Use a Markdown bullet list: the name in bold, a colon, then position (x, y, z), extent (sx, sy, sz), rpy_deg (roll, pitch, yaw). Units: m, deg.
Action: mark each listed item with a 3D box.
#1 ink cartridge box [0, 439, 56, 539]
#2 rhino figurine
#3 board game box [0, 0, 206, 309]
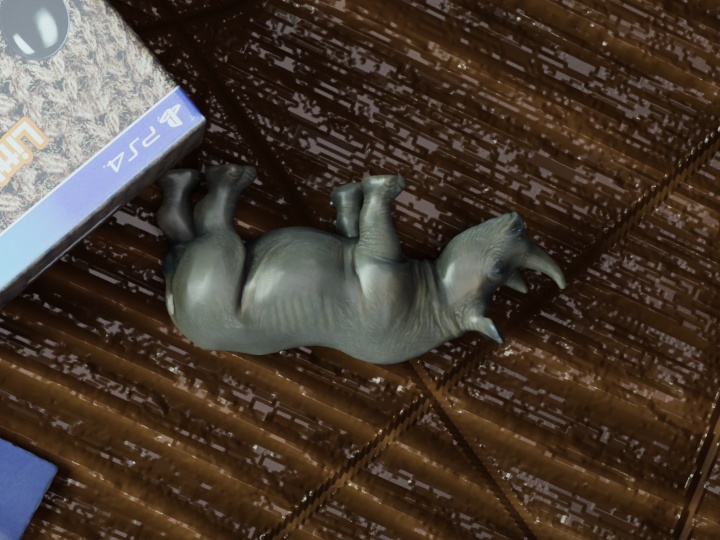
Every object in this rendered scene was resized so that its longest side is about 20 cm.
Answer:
- **ink cartridge box**: position (-0.255, 0.144, 1.026), extent (0.197, 0.047, 0.201), rpy_deg (29, 88, -30)
- **rhino figurine**: position (0.000, 0.000, 1.093), extent (0.199, 0.060, 0.088), rpy_deg (4, 85, -7)
- **board game box**: position (-0.193, -0.088, 1.030), extent (0.159, 0.097, 0.200), rpy_deg (-41, 91, -6)
